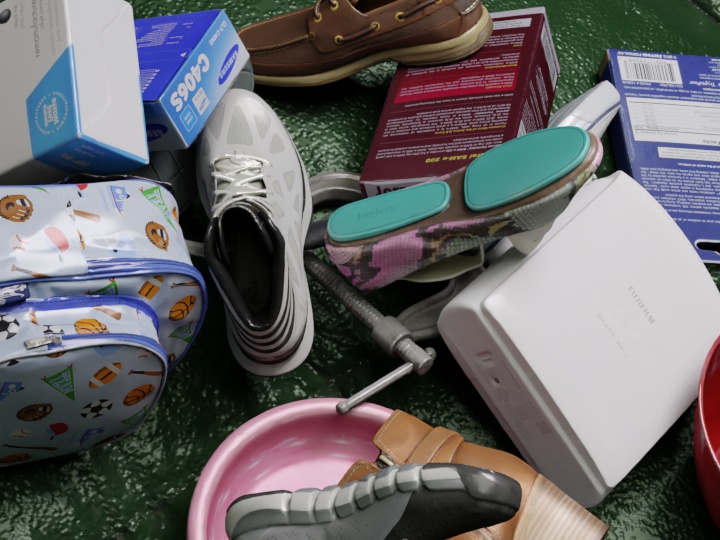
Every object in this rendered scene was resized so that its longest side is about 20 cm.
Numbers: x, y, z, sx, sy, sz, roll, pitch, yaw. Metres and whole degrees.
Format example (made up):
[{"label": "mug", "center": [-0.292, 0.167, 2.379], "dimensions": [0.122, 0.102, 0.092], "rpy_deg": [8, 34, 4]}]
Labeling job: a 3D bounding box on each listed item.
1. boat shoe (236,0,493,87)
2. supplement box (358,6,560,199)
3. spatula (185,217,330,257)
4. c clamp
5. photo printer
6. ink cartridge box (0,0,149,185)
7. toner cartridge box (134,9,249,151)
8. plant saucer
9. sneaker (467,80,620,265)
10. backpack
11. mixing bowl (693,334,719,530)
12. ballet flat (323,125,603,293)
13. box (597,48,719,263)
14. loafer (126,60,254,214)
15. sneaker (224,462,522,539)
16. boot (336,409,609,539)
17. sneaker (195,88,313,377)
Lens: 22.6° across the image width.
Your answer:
[{"label": "boat shoe", "center": [-0.005, -0.185, 1.320], "dimensions": [0.199, 0.068, 0.072], "rpy_deg": [-8, 38, 18]}, {"label": "supplement box", "center": [0.075, -0.105, 1.288], "dimensions": [0.108, 0.061, 0.201], "rpy_deg": [-4, 38, 19]}, {"label": "spatula", "center": [-0.086, -0.017, 1.221], "dimensions": [0.199, 0.021, 0.057], "rpy_deg": [-9, 54, -1]}, {"label": "c clamp", "center": [0.000, 0.000, 1.240], "dimensions": [0.170, 0.027, 0.200], "rpy_deg": [-20, 50, -31]}, {"label": "photo printer", "center": [0.165, 0.038, 1.228], "dimensions": [0.200, 0.069, 0.167], "rpy_deg": [-39, 98, -35]}, {"label": "ink cartridge box", "center": [-0.236, -0.094, 1.154], "dimensions": [0.068, 0.199, 0.117], "rpy_deg": [20, 55, -53]}, {"label": "toner cartridge box", "center": [-0.180, -0.122, 1.217], "dimensions": [0.199, 0.043, 0.095], "rpy_deg": [-1, 45, 35]}, {"label": "plant saucer", "center": [-0.012, 0.178, 1.128], "dimensions": [0.199, 0.051, 0.202], "rpy_deg": [7, 54, -10]}, {"label": "sneaker", "center": [0.143, -0.062, 1.331], "dimensions": [0.071, 0.073, 0.200], "rpy_deg": [48, 56, -10]}, {"label": "backpack", "center": [-0.189, 0.024, 1.106], "dimensions": [0.190, 0.200, 0.155], "rpy_deg": [-16, 69, -29]}, {"label": "mixing bowl", "center": [0.302, 0.130, 1.209], "dimensions": [0.199, 0.109, 0.201], "rpy_deg": [7, 56, -10]}, {"label": "ballet flat", "center": [0.073, -0.034, 1.170], "dimensions": [0.199, 0.071, 0.069], "rpy_deg": [-20, 37, 21]}, {"label": "box", "center": [0.256, -0.081, 1.386], "dimensions": [0.120, 0.032, 0.201], "rpy_deg": [3, 55, -12]}, {"label": "loafer", "center": [-0.140, -0.091, 1.262], "dimensions": [0.063, 0.072, 0.200], "rpy_deg": [-5, 34, 31]}, {"label": "sneaker", "center": [0.007, 0.177, 1.012], "dimensions": [0.075, 0.199, 0.116], "rpy_deg": [25, 59, -45]}, {"label": "boot", "center": [0.037, 0.182, 1.065], "dimensions": [0.155, 0.077, 0.200], "rpy_deg": [29, 64, 14]}, {"label": "sneaker", "center": [-0.066, -0.044, 1.155], "dimensions": [0.075, 0.115, 0.202], "rpy_deg": [-9, 69, -3]}]
